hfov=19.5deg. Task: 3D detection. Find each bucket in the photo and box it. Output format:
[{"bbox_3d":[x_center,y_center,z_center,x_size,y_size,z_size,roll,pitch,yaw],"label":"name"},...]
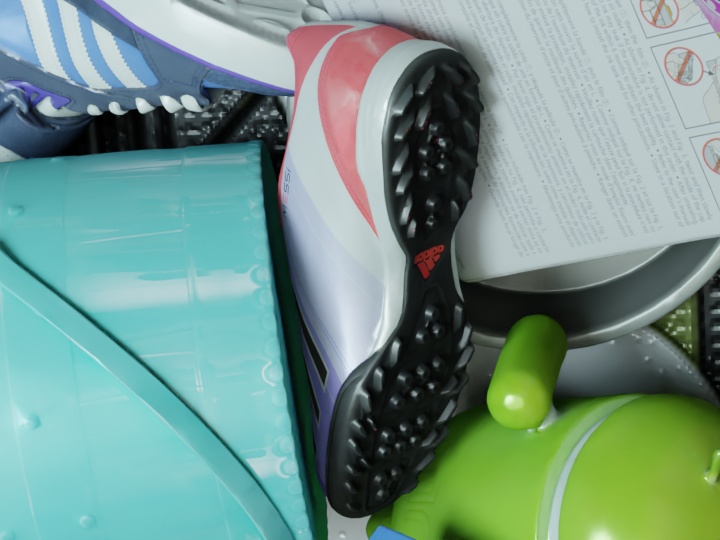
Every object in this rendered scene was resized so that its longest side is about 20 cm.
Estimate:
[{"bbox_3d":[-0.090,0.044,0.845,0.135,0.207,0.208,-9,107,3],"label":"bucket"}]

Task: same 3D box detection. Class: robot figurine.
[{"bbox_3d":[0.092,0.109,0.856,0.200,0.116,0.176,-9,114,54],"label":"robot figurine"}]

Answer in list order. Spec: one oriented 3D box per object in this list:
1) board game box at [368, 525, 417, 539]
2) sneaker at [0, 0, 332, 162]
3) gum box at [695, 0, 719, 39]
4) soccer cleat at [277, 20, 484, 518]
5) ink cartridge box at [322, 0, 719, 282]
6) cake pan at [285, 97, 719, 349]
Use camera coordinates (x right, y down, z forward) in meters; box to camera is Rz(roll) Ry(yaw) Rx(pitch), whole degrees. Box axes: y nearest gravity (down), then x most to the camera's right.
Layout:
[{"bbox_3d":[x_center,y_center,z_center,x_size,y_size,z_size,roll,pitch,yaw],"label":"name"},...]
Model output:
[{"bbox_3d":[0.094,0.188,0.799,0.200,0.045,0.152,20,147,29],"label":"board game box"},{"bbox_3d":[-0.104,-0.084,0.877,0.200,0.081,0.147,24,132,7],"label":"sneaker"},{"bbox_3d":[0.206,-0.124,0.671,0.200,0.066,0.114,-43,113,-15],"label":"gum box"},{"bbox_3d":[0.000,0.000,0.810,0.073,0.068,0.200,26,124,38],"label":"soccer cleat"},{"bbox_3d":[0.090,-0.085,0.769,0.200,0.050,0.161,-12,113,38],"label":"ink cartridge box"},{"bbox_3d":[0.070,-0.065,0.870,0.200,0.037,0.201,4,110,11],"label":"cake pan"}]
